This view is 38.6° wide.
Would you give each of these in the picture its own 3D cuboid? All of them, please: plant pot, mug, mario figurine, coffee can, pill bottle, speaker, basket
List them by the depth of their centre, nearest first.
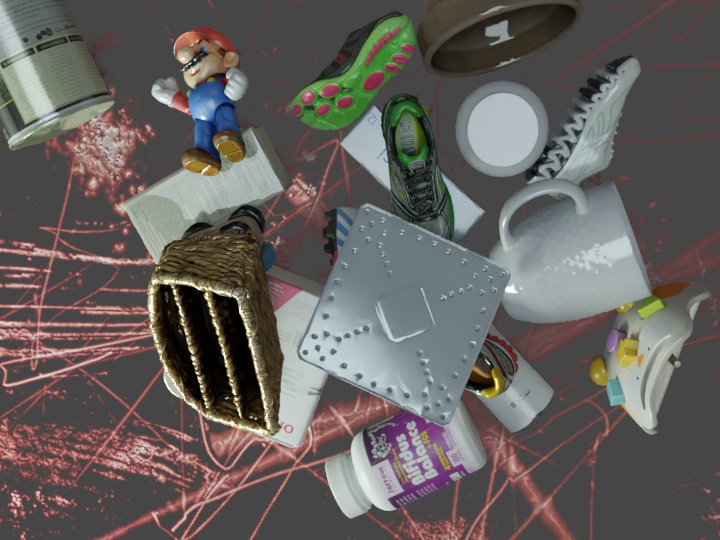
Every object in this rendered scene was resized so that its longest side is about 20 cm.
[{"bbox_3d":[-0.171,0.077,1.174,0.140,0.150,0.203,-7,121,3],"label":"basket"},{"bbox_3d":[0.145,-0.351,1.229,0.197,0.200,0.177,-18,80,7],"label":"plant pot"},{"bbox_3d":[0.169,-0.171,1.233,0.109,0.200,0.114,1,99,7],"label":"pill bottle"},{"bbox_3d":[0.245,-0.029,1.268,0.173,0.149,0.201,-20,128,17],"label":"mug"},{"bbox_3d":[-0.200,-0.223,1.274,0.121,0.107,0.203,-8,60,-6],"label":"mario figurine"},{"bbox_3d":[-0.418,-0.274,1.294,0.145,0.146,0.202,-24,97,8],"label":"coffee can"},{"bbox_3d":[0.158,0.113,1.345,0.081,0.081,0.200,-43,94,10],"label":"speaker"},{"bbox_3d":[0.057,0.247,1.360,0.198,0.112,0.113,-28,96,8],"label":"pill bottle"}]

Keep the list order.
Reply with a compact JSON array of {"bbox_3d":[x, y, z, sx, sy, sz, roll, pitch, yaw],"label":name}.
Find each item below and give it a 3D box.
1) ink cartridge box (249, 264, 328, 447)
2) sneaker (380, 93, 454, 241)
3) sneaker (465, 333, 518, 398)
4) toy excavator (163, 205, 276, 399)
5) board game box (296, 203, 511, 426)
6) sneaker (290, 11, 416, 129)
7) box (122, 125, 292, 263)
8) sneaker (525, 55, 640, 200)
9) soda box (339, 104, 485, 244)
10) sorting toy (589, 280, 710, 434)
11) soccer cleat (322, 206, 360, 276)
[{"bbox_3d":[-0.109,0.109,1.365,0.144,0.083,0.203,21,100,1],"label":"ink cartridge box"},{"bbox_3d":[0.064,-0.112,1.248,0.077,0.085,0.203,-15,98,6],"label":"sneaker"},{"bbox_3d":[0.100,0.092,1.266,0.197,0.082,0.079,23,113,8],"label":"sneaker"},{"bbox_3d":[-0.181,0.046,1.283,0.192,0.100,0.203,-18,105,9],"label":"toy excavator"},{"bbox_3d":[0.052,0.052,1.221,0.197,0.026,0.203,24,83,2],"label":"board game box"},{"bbox_3d":[-0.005,-0.251,1.306,0.199,0.084,0.077,-34,116,25],"label":"sneaker"},{"bbox_3d":[-0.196,-0.100,1.340,0.198,0.078,0.096,-27,96,9],"label":"box"},{"bbox_3d":[0.292,-0.176,1.295,0.080,0.075,0.201,31,109,-9],"label":"sneaker"},{"bbox_3d":[0.067,-0.120,1.322,0.200,0.063,0.068,43,99,-3],"label":"soda box"},{"bbox_3d":[0.364,0.111,1.277,0.105,0.180,0.203,18,100,1],"label":"sorting toy"},{"bbox_3d":[0.000,0.000,1.299,0.085,0.070,0.203,0,55,-7],"label":"soccer cleat"}]
